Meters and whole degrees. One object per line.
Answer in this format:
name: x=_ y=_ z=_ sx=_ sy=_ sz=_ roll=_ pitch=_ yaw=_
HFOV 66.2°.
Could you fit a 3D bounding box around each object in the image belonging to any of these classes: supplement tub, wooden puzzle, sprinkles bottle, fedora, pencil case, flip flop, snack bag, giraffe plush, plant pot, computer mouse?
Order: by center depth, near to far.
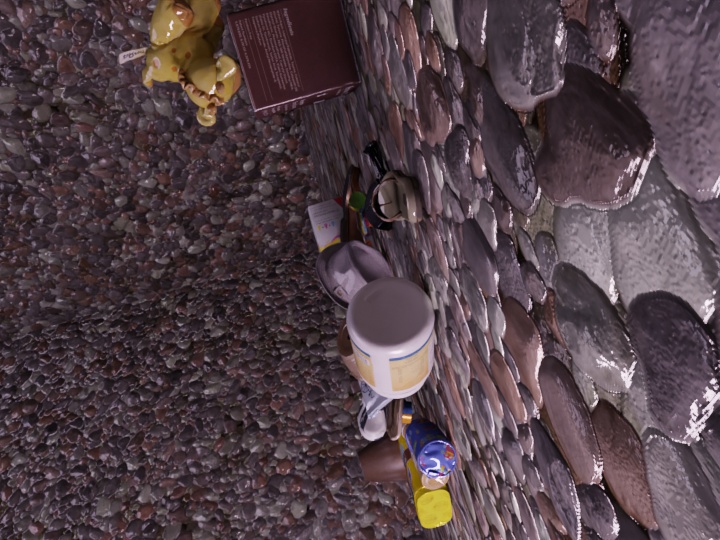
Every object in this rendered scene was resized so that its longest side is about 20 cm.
flip flop: x=0.047 y=-0.104 z=0.827 sx=0.200 sy=0.057 sz=0.082 roll=-124 pitch=19 yaw=-76
giraffe plush: x=-0.270 y=-0.348 z=0.931 sx=0.162 sy=0.200 sz=0.173 roll=40 pitch=155 yaw=7
supplement tub: x=0.056 y=0.123 z=0.952 sx=0.201 sy=0.143 sz=0.146 roll=81 pitch=172 yaw=-53
computer mouse: x=0.023 y=-0.152 z=1.028 sx=0.200 sy=0.046 sz=0.142 roll=98 pitch=154 yaw=-79
pencil case: x=0.142 y=0.371 z=1.154 sx=0.200 sy=0.077 sz=0.088 roll=136 pitch=147 yaw=-85
fedora: x=0.000 y=0.000 z=1.268 sx=0.201 sy=0.176 sz=0.090 roll=57 pitch=143 yaw=12
plant pot: x=0.008 y=0.165 z=1.330 sx=0.200 sy=0.092 sz=0.203 roll=-25 pitch=56 yaw=45
sprinkles bottle: x=0.152 y=0.431 z=1.331 sx=0.200 sy=0.068 sz=0.069 roll=-117 pitch=12 yaw=-65
snack bag: x=0.056 y=0.228 z=1.337 sx=0.189 sy=0.021 sz=0.201 roll=-47 pitch=43 yaw=30
wooden puzzle: x=0.104 y=0.309 z=1.386 sx=0.185 sy=0.046 sz=0.202 roll=129 pitch=150 yaw=-84
plant pot: x=0.096 y=0.627 z=1.851 sx=0.187 sy=0.198 sz=0.189 roll=164 pitch=90 yaw=-85

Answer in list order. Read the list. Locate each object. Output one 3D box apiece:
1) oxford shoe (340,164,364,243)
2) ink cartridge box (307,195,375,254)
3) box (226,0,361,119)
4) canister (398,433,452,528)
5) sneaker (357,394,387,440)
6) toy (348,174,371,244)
oxford shoe: x=-0.011 y=-0.160 z=1.353 sx=0.071 sy=0.070 sz=0.202 roll=-102 pitch=14 yaw=-66
ink cartridge box: x=-0.044 y=-0.082 z=1.471 sx=0.145 sy=0.144 sz=0.202 roll=130 pitch=123 yaw=-84
box: x=-0.122 y=-0.390 z=1.013 sx=0.166 sy=0.198 sz=0.166 roll=-125 pitch=19 yaw=-77
canister: x=0.164 y=0.534 z=1.437 sx=0.201 sy=0.086 sz=0.150 roll=-110 pitch=6 yaw=-56
sneaker: x=0.039 y=0.314 z=1.394 sx=0.200 sy=0.079 sz=0.131 roll=-68 pitch=-17 yaw=-50
toy: x=0.011 y=-0.131 z=1.207 sx=0.200 sy=0.047 sz=0.117 roll=37 pitch=-138 yaw=-80
